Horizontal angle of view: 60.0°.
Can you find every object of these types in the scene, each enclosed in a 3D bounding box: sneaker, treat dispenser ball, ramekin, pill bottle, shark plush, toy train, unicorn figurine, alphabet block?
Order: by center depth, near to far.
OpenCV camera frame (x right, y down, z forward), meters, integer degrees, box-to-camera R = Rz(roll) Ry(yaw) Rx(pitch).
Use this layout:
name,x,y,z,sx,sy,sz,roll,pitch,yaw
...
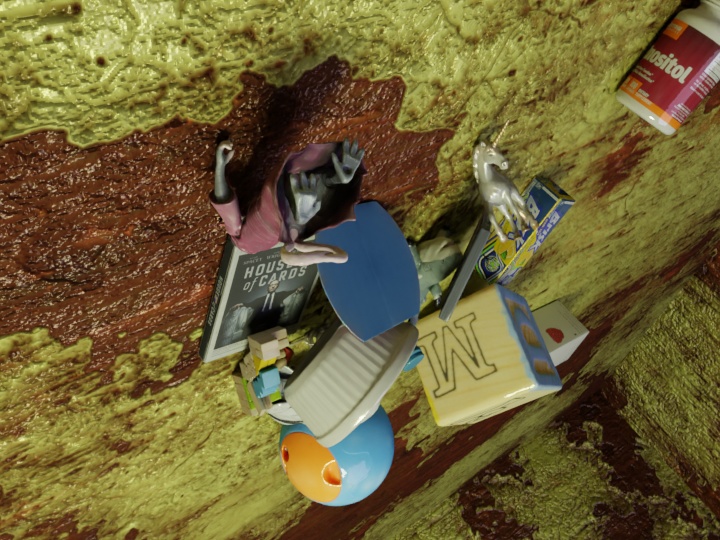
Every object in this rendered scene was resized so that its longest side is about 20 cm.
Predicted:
name,x,y,z,sx,sy,sz,roll,pitch,yaw
ramekin,-0.019,0.127,0.838,0.203,0.094,0.202,-49,-177,4
unicorn figurine,0.205,-0.114,0.906,0.073,0.139,0.200,-25,173,7
sneaker,-0.074,0.193,0.953,0.198,0.076,0.115,-7,152,21
pill bottle,0.502,-0.322,0.961,0.112,0.113,0.201,1,130,-51
toy train,-0.001,0.128,0.976,0.198,0.116,0.085,-19,145,-34
shark plush,0.099,0.022,0.984,0.090,0.083,0.201,-12,140,-41
treat dispenser ball,-0.041,0.297,1.074,0.200,0.201,0.202,-29,150,-19
alphabet block,0.230,0.163,1.166,0.199,0.198,0.195,-28,156,23

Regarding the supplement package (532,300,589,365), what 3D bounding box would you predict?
name,x,y,z,sx,sy,sz,roll,pitch,yaw
supplement package,0.465,0.182,1.605,0.199,0.121,0.120,-18,145,-36

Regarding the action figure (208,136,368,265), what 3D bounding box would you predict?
name,x,y,z,sx,sy,sz,roll,pitch,yaw
action figure,-0.073,-0.052,0.609,0.133,0.151,0.199,2,164,-39

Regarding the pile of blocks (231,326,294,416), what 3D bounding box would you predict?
name,x,y,z,sx,sy,sz,roll,pitch,yaw
pile of blocks,-0.120,0.140,0.843,0.062,0.083,0.200,-18,159,-28

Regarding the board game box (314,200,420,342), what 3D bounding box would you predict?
name,x,y,z,sx,sy,sz,roll,pitch,yaw
board game box,0.000,0.000,0.779,0.039,0.160,0.199,-21,179,36

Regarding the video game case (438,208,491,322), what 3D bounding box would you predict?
name,x,y,z,sx,sy,sz,roll,pitch,yaw
video game case,0.164,-0.015,0.952,0.144,0.019,0.200,-67,173,17

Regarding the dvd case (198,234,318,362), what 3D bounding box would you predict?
name,x,y,z,sx,sy,sz,roll,pitch,yaw
dvd case,-0.119,0.025,0.789,0.149,0.025,0.201,-15,143,-39

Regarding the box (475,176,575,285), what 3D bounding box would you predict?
name,x,y,z,sx,sy,sz,roll,pitch,yaw
box,0.285,-0.066,1.107,0.070,0.064,0.201,-2,133,-49
